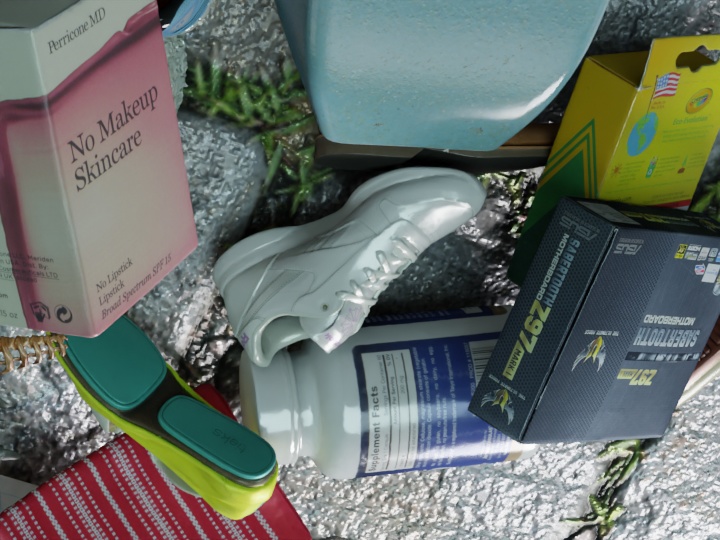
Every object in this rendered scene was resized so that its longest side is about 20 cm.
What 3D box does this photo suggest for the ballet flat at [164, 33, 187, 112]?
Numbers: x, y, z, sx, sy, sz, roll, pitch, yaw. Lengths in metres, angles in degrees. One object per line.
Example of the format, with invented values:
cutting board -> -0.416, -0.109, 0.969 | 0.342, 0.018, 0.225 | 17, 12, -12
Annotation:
ballet flat -> -0.153, -0.082, 1.439 | 0.072, 0.072, 0.200 | 8, 115, -18

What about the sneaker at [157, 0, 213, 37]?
sneaker -> -0.104, -0.233, 1.339 | 0.078, 0.090, 0.201 | 9, 106, 0

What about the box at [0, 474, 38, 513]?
box -> -0.249, 0.219, 1.550 | 0.200, 0.101, 0.113 | 21, 118, -23

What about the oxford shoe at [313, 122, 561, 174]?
oxford shoe -> 0.064, -0.102, 1.486 | 0.200, 0.071, 0.071 | 4, 79, -27

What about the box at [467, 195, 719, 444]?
box -> 0.170, 0.036, 1.486 | 0.200, 0.051, 0.158 | 5, 113, -54

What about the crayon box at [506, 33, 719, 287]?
crayon box -> 0.183, -0.078, 1.500 | 0.127, 0.051, 0.200 | -9, 126, -48

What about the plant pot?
plant pot -> 0.039, -0.186, 1.364 | 0.195, 0.197, 0.200 | 2, 123, -15

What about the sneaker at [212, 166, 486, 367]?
sneaker -> 0.000, 0.000, 1.485 | 0.200, 0.100, 0.075 | -26, 149, 17

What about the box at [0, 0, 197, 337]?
box -> -0.185, -0.079, 1.323 | 0.109, 0.128, 0.200 | 8, 122, 27

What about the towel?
towel -> -0.140, 0.182, 1.523 | 0.200, 0.022, 0.145 | -33, 92, -32

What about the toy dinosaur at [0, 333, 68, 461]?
toy dinosaur -> -0.288, 0.089, 1.440 | 0.199, 0.102, 0.136 | -4, 144, 18

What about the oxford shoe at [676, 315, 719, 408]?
oxford shoe -> 0.285, 0.043, 1.614 | 0.200, 0.071, 0.074 | -42, 122, 10

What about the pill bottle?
pill bottle -> 0.020, 0.087, 1.546 | 0.199, 0.111, 0.111 | -5, 119, -11

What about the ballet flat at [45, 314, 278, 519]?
ballet flat -> -0.141, 0.098, 1.500 | 0.200, 0.067, 0.067 | 38, 139, 13
